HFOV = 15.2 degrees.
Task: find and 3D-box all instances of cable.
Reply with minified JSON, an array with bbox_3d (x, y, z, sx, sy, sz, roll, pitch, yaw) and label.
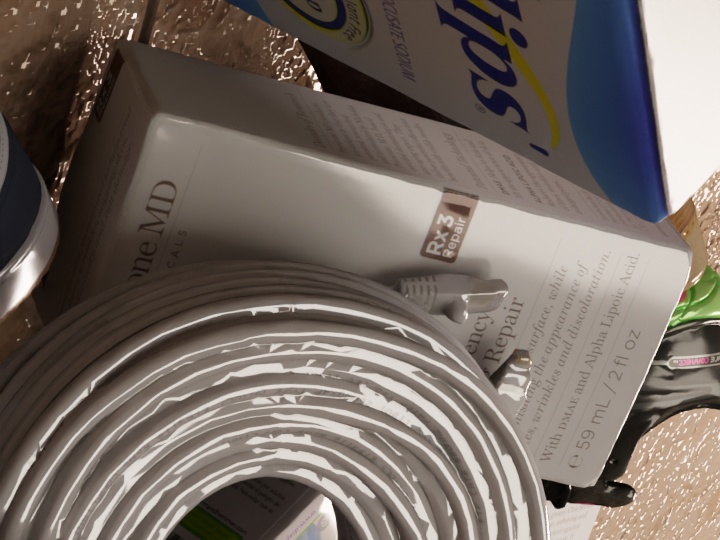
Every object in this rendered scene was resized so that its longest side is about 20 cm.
[{"bbox_3d":[-0.037,0.095,0.852,0.200,0.069,0.200,6,105,-25],"label":"cable"}]

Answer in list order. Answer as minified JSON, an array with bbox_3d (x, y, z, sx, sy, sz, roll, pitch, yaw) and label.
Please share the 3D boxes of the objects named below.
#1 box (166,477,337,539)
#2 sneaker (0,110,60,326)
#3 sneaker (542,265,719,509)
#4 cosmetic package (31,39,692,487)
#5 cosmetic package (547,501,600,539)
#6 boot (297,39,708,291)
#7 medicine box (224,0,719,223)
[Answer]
[{"bbox_3d":[-0.050,0.126,1.011,0.101,0.112,0.200,-44,145,-22],"label":"box"},{"bbox_3d":[-0.169,0.016,0.781,0.200,0.070,0.109,-53,155,-25],"label":"sneaker"},{"bbox_3d":[0.065,0.070,1.071,0.200,0.084,0.077,-28,-164,15],"label":"sneaker"},{"bbox_3d":[0.000,0.000,0.918,0.200,0.074,0.102,12,112,-22],"label":"cosmetic package"},{"bbox_3d":[0.056,0.087,1.178,0.101,0.071,0.200,-6,121,-54],"label":"cosmetic package"},{"bbox_3d":[0.015,-0.033,1.009,0.166,0.200,0.072,56,21,-26],"label":"boot"},{"bbox_3d":[0.033,-0.140,0.818,0.103,0.200,0.182,-47,147,-21],"label":"medicine box"}]
